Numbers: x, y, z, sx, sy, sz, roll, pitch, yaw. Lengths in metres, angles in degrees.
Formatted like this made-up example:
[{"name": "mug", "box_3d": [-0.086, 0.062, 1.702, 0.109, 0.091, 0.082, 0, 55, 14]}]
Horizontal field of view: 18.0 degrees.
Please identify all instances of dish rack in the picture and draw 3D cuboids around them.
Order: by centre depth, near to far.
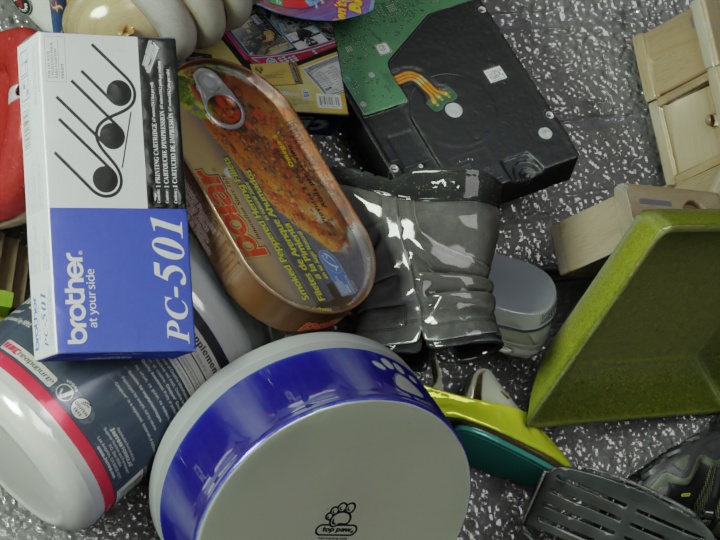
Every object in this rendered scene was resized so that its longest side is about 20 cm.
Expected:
[{"name": "dish rack", "box_3d": [0.156, 0.240, 1.550, 0.153, 0.055, 0.200, 23, 91, -7]}]

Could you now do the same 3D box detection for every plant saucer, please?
[{"name": "plant saucer", "box_3d": [0.224, 0.022, 1.585, 0.199, 0.200, 0.048, -1, 47, -36]}]

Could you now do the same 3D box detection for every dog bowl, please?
[{"name": "dog bowl", "box_3d": [-0.031, 0.144, 1.478, 0.200, 0.200, 0.079, -15, 37, -20]}]

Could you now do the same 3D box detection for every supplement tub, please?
[{"name": "supplement tub", "box_3d": [-0.160, 0.061, 1.499, 0.200, 0.140, 0.140, -42, 87, -24]}]

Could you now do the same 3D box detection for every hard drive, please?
[{"name": "hard drive", "box_3d": [0.051, -0.129, 1.652, 0.139, 0.038, 0.200, -20, 64, -22]}]

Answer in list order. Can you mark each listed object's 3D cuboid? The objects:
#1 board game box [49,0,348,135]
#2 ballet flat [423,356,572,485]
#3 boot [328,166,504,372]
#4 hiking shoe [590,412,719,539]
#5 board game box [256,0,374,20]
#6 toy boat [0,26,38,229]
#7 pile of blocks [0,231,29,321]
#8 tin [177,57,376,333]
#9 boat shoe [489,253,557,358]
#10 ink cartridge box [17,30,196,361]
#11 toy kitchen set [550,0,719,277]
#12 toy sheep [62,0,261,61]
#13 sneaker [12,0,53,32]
[{"name": "board game box", "box_3d": [-0.114, -0.164, 1.579, 0.200, 0.035, 0.136, 2, 66, -25]}, {"name": "ballet flat", "box_3d": [0.059, 0.095, 1.595, 0.200, 0.067, 0.067, 16, 67, -9]}, {"name": "boot", "box_3d": [0.000, 0.000, 1.540, 0.200, 0.070, 0.132, -1, 76, 23]}, {"name": "hiking shoe", "box_3d": [0.257, 0.164, 1.624, 0.200, 0.076, 0.101, -32, 83, -22]}, {"name": "board game box", "box_3d": [-0.046, -0.268, 1.621, 0.158, 0.039, 0.200, 22, 50, -14]}, {"name": "toy boat", "box_3d": [-0.279, -0.097, 1.480, 0.131, 0.200, 0.131, 29, 56, -56]}, {"name": "pile of blocks", "box_3d": [-0.279, 0.051, 1.510, 0.082, 0.062, 0.200, 33, 67, -4]}, {"name": "tin", "box_3d": [-0.068, -0.048, 1.485, 0.112, 0.042, 0.200, -12, 66, -47]}, {"name": "boat shoe", "box_3d": [0.040, 0.012, 1.612, 0.200, 0.065, 0.074, 23, 47, 17]}, {"name": "ink cartridge box", "box_3d": [-0.158, -0.045, 1.413, 0.094, 0.044, 0.201, 0, 81, -27]}, {"name": "toy kitchen set", "box_3d": [0.242, -0.111, 1.629, 0.180, 0.163, 0.201, 3, 70, -40]}, {"name": "toy sheep", "box_3d": [-0.118, -0.214, 1.501, 0.138, 0.138, 0.200, 44, 77, 1]}, {"name": "sneaker", "box_3d": [-0.169, -0.236, 1.639, 0.200, 0.074, 0.089, -36, 103, -24]}]
